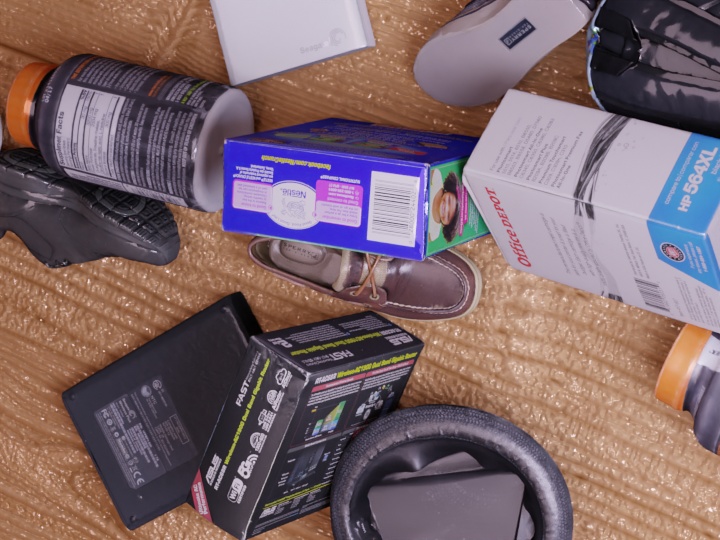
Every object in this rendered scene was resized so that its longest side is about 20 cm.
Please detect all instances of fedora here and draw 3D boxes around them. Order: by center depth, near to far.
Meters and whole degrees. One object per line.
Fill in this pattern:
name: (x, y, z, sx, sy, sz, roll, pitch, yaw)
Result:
fedora: (0.078, 0.190, 1.485, 0.199, 0.092, 0.203, 2, 99, 14)

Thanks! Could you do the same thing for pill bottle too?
pill bottle: (0.321, 0.107, 1.364, 0.199, 0.106, 0.107, 27, 107, 17)
pill bottle: (-0.199, -0.122, 1.545, 0.198, 0.106, 0.107, 15, 103, 21)

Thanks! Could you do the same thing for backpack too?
backpack: (0.262, -0.149, 1.344, 0.198, 0.154, 0.165, 12, 108, 1)

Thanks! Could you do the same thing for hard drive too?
hard drive: (-0.072, -0.268, 1.522, 0.131, 0.026, 0.202, -13, 92, 24)
hard drive: (-0.155, 0.125, 1.610, 0.199, 0.033, 0.140, -29, 86, 24)

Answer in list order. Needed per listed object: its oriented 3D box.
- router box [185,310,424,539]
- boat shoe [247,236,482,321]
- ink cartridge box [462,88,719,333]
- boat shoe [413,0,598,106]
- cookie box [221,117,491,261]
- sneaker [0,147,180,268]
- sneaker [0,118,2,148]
router box: (-0.041, 0.120, 1.468, 0.062, 0.200, 0.151, 30, 108, 23)
boat shoe: (0.000, 0.000, 1.504, 0.198, 0.072, 0.073, 17, 104, 20)
ink cartridge box: (0.193, -0.044, 1.350, 0.199, 0.146, 0.085, 19, 68, 31)
boat shoe: (0.126, -0.201, 1.429, 0.075, 0.093, 0.199, 45, 142, -16)
cookie box: (0.011, -0.067, 1.420, 0.170, 0.200, 0.076, 9, 102, 22)
sneaker: (-0.244, -0.039, 1.612, 0.199, 0.076, 0.092, 24, 117, 24)
sneaker: (-0.400, -0.166, 1.645, 0.080, 0.083, 0.201, -38, 83, 23)
